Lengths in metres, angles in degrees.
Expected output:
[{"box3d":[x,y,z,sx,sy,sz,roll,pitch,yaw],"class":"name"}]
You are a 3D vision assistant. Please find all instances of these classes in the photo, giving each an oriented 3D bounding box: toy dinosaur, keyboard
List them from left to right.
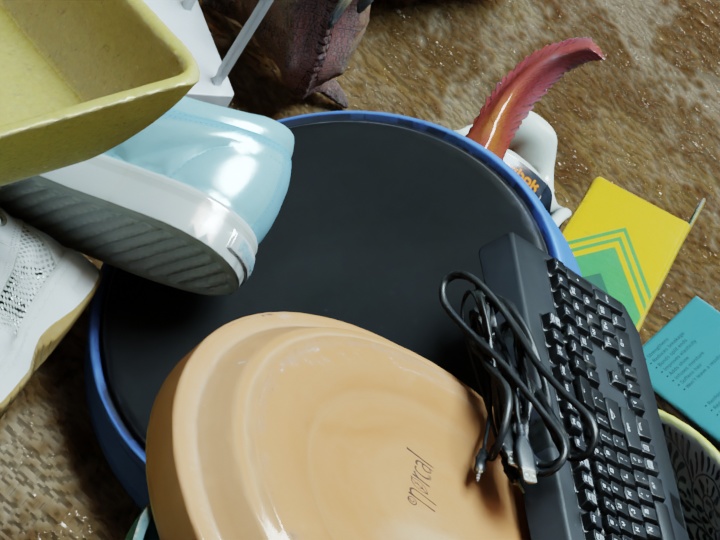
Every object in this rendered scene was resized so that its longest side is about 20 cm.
[{"box3d":[-0.017,-0.135,1.242,0.086,0.200,0.136,-10,41,-19],"class":"toy dinosaur"},{"box3d":[0.000,0.000,1.113,0.105,0.200,0.181,25,29,15],"class":"toy dinosaur"},{"box3d":[0.083,0.060,0.930,0.104,0.040,0.200,26,35,-30],"class":"keyboard"}]

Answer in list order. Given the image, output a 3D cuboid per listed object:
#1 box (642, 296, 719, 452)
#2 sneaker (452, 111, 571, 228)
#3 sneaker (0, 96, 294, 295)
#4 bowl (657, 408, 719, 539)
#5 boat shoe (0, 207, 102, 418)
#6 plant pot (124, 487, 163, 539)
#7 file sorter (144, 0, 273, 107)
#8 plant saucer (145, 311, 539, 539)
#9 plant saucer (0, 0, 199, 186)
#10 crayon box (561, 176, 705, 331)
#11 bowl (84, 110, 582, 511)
[{"box3d":[0.202,0.095,1.156,0.200,0.049,0.082,39,-12,45],"class":"box"},{"box3d":[0.045,-0.010,1.245,0.078,0.079,0.200,37,34,-14],"class":"sneaker"},{"box3d":[-0.118,-0.060,1.053,0.200,0.074,0.082,25,63,10],"class":"sneaker"},{"box3d":[0.074,0.155,1.019,0.094,0.201,0.201,53,21,-40],"class":"bowl"},{"box3d":[-0.157,0.031,0.970,0.069,0.071,0.200,41,22,-7],"class":"boat shoe"},{"box3d":[-0.032,0.178,0.879,0.200,0.134,0.200,31,33,-23],"class":"plant pot"},{"box3d":[-0.124,-0.186,1.179,0.139,0.125,0.200,2,51,-33],"class":"file sorter"},{"box3d":[0.019,0.093,0.882,0.200,0.032,0.200,32,31,-23],"class":"plant saucer"},{"box3d":[-0.189,-0.078,0.978,0.200,0.048,0.200,-18,44,-25],"class":"plant saucer"},{"box3d":[0.083,0.044,1.172,0.052,0.126,0.200,28,30,6],"class":"crayon box"},{"box3d":[-0.012,0.023,1.045,0.039,0.201,0.201,75,-5,-57],"class":"bowl"}]
